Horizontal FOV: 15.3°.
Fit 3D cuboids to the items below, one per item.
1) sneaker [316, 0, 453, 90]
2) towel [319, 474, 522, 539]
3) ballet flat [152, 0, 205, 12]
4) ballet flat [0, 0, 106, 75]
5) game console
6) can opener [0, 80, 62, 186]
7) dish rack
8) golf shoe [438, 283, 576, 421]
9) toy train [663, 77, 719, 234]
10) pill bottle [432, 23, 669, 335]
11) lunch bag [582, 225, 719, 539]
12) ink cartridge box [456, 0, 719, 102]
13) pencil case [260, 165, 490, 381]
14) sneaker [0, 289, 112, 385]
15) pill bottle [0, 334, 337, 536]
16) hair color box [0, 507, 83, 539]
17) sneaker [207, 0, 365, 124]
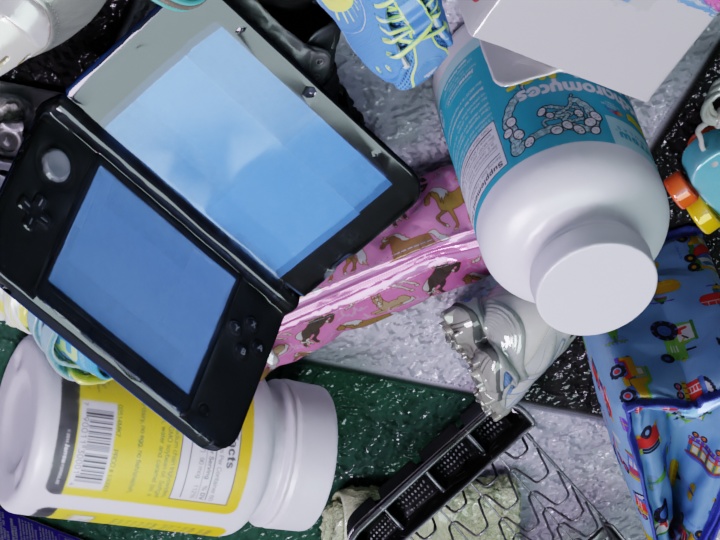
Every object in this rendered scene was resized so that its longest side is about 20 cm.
[{"bbox_3d":[0.026,-0.152,1.432,0.076,0.200,0.105,-40,104,-9],"label":"sneaker"},{"bbox_3d":[0.040,0.221,1.898,0.148,0.037,0.200,-4,133,-12],"label":"towel"},{"bbox_3d":[-0.149,-0.216,1.422,0.200,0.070,0.067,50,62,-37],"label":"ballet flat"},{"bbox_3d":[-0.213,-0.122,1.445,0.200,0.064,0.067,-18,130,35],"label":"ballet flat"},{"bbox_3d":[-0.087,-0.027,1.502,0.118,0.171,0.200,-20,129,44],"label":"game console"},{"bbox_3d":[-0.152,-0.069,1.577,0.199,0.054,0.067,11,161,-23],"label":"can opener"},{"bbox_3d":[0.097,0.192,1.819,0.153,0.055,0.200,-41,112,1],"label":"dish rack"},{"bbox_3d":[0.104,0.039,1.663,0.097,0.078,0.200,-28,178,-2],"label":"golf shoe"},{"bbox_3d":[0.281,-0.085,1.660,0.199,0.056,0.151,2,131,-20],"label":"toy train"},{"bbox_3d":[0.112,-0.056,1.538,0.110,0.200,0.111,-8,134,-8],"label":"pill bottle"},{"bbox_3d":[0.191,0.098,1.739,0.094,0.151,0.200,-9,134,-6],"label":"lunch bag"},{"bbox_3d":[0.134,-0.200,1.459,0.125,0.129,0.200,18,127,-28],"label":"ink cartridge box"},{"bbox_3d":[0.000,0.000,1.641,0.199,0.087,0.083,-23,147,4],"label":"pencil case"},{"bbox_3d":[-0.202,0.012,1.572,0.199,0.131,0.080,-7,135,-7],"label":"sneaker"},{"bbox_3d":[-0.123,0.107,1.695,0.199,0.115,0.114,9,130,-22],"label":"pill bottle"},{"bbox_3d":[-0.262,0.213,1.795,0.200,0.065,0.109,27,122,-31],"label":"hair color box"},{"bbox_3d":[-0.035,-0.110,1.546,0.199,0.060,0.104,27,124,-24],"label":"sneaker"}]
